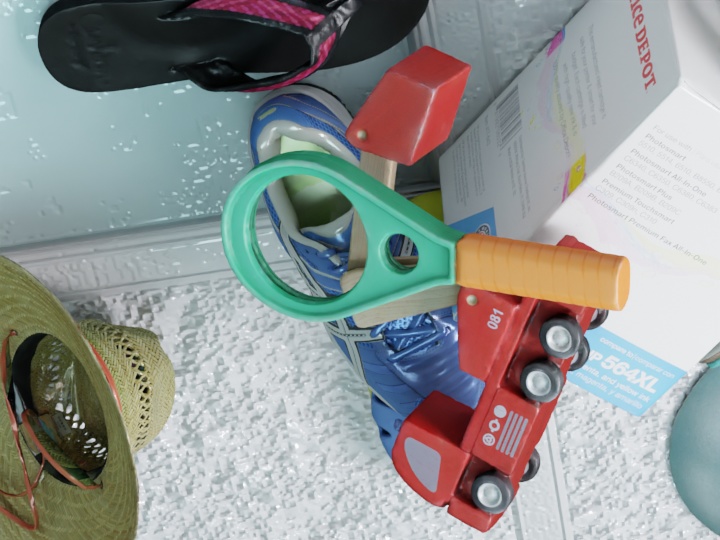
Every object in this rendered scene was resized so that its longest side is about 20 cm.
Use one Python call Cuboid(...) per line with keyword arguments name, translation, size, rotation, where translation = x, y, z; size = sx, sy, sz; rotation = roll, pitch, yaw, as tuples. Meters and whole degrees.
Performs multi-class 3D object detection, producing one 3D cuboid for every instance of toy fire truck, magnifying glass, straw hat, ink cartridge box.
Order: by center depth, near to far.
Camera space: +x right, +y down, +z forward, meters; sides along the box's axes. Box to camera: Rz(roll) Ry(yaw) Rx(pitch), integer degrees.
Cuboid(name="magnifying glass", translation=(0.027, -0.008, 1.232), size=(0.199, 0.022, 0.080), rotation=(8, 111, 22))
Cuboid(name="toy fire truck", translation=(0.042, 0.011, 1.272), size=(0.141, 0.049, 0.200), rotation=(28, 117, 13))
Cuboid(name="ink cartridge box", translation=(0.149, -0.053, 1.327), size=(0.125, 0.129, 0.200), rotation=(29, 124, -24))
Cuboid(name="straw hat", translation=(-0.146, 0.067, 1.437), size=(0.085, 0.201, 0.201), rotation=(-23, 141, -35))

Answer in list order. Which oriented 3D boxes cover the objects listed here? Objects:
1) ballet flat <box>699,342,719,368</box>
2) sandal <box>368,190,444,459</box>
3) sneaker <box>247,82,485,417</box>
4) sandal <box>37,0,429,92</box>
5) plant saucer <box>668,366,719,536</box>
Cuboid(name="ballet flat", translation=(0.239, -0.027, 1.408), size=(0.200, 0.067, 0.064), rotation=(-38, 95, 25))
Cuboid(name="sandal", translation=(0.043, 0.057, 1.444), size=(0.079, 0.087, 0.200), rotation=(-7, 132, 0))
Cuboid(name="sneaker", translation=(0.000, 0.000, 1.338), size=(0.076, 0.077, 0.200), rotation=(-35, 90, 9))
Cuboid(name="sandal", translation=(-0.060, -0.114, 1.320), size=(0.199, 0.045, 0.075), rotation=(-11, 130, 6))
Cuboid(name="plant saucer", translation=(0.276, 0.108, 1.528), size=(0.200, 0.039, 0.201), rotation=(-1, 130, -1))
